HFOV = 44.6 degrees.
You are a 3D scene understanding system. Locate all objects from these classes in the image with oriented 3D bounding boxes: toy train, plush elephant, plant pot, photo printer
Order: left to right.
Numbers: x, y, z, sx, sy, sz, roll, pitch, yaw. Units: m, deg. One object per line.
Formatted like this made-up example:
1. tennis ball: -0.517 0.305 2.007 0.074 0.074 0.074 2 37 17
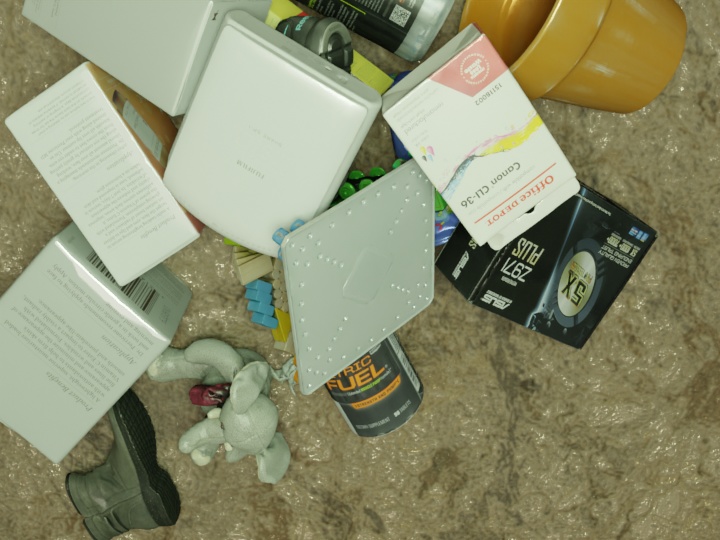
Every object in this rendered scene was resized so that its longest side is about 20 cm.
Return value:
1. plush elephant: -0.151 0.167 1.032 0.195 0.155 0.168 -15 108 4
2. photo printer: -0.093 -0.117 0.842 0.164 0.070 0.202 30 118 -3
3. toy train: 0.012 -0.082 0.979 0.196 0.042 0.057 -5 120 34
4. plant pot: 0.227 -0.254 0.907 0.180 0.201 0.204 18 107 -23

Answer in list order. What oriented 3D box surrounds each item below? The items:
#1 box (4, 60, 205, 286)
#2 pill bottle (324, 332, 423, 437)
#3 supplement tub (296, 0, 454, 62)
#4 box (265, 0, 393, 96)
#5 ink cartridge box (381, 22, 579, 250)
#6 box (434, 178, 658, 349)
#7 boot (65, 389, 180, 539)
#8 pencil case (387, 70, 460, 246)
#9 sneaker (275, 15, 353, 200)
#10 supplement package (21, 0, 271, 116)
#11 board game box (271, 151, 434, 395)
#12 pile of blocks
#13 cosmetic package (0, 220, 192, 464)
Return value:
1. box: -0.255 -0.115 0.942 0.105 0.153 0.202 -30 107 9
2. pill bottle: -0.010 0.087 1.025 0.105 0.107 0.202 -26 115 6
3. supplement tub: 0.000 -0.313 0.905 0.197 0.123 0.124 25 105 -10
4. box: -0.065 -0.228 0.936 0.198 0.050 0.076 37 127 1
5. ink cartridge box: 0.121 -0.111 0.829 0.116 0.068 0.201 -35 110 14
6. box: 0.209 -0.024 0.984 0.197 0.086 0.166 23 107 -35
7. boot: -0.317 0.251 1.104 0.128 0.068 0.204 -14 106 9
8. pencil case: 0.081 -0.130 0.988 0.085 0.078 0.205 -12 108 1
9. sneaker: -0.051 -0.162 0.905 0.078 0.075 0.204 19 121 29
10. supplement package: -0.211 -0.261 0.873 0.198 0.121 0.121 34 116 12
11. board game box: 0.000 0.000 0.893 0.198 0.026 0.203 -34 138 -31
12. pile of blocks: -0.121 0.006 1.028 0.081 0.061 0.205 -24 110 -39
13. cosmetic package: -0.321 0.065 0.990 0.200 0.165 0.165 -43 104 11
